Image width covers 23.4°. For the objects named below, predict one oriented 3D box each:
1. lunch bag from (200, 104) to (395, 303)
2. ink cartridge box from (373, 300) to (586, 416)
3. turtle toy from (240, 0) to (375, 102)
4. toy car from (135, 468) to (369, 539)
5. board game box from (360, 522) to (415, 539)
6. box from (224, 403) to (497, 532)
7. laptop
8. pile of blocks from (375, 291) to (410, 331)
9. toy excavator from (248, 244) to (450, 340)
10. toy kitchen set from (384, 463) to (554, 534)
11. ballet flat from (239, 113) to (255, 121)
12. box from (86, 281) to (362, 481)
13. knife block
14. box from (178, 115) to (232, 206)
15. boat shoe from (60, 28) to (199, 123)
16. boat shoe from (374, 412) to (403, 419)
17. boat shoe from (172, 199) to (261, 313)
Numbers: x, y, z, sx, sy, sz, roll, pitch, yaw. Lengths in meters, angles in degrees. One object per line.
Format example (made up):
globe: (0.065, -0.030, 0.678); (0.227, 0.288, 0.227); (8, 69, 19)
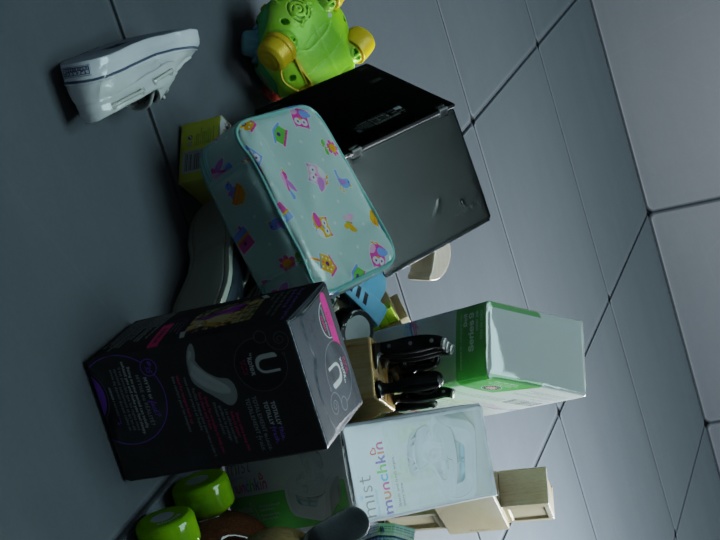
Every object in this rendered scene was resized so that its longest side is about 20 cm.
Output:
lunch bag: (-0.059, -0.059, 1.717); (0.160, 0.077, 0.200); (-24, 86, -54)
ink cartridge box: (0.117, 0.099, 1.836); (0.145, 0.200, 0.088); (12, 69, -38)
turtle toy: (-0.062, -0.233, 1.955); (0.146, 0.101, 0.200); (-52, 132, -30)
toy car: (-0.072, 0.267, 1.549); (0.158, 0.200, 0.164); (-45, 121, -64)
board game box: (-0.023, 0.321, 1.656); (0.062, 0.200, 0.200); (21, 49, -18)
box: (-0.003, 0.193, 1.680); (0.176, 0.200, 0.097); (-6, 83, -39)
laptop: (0.016, -0.114, 1.870); (0.187, 0.200, 0.116); (-28, 137, -43)
pile of blocks: (0.012, 0.089, 2.005); (0.200, 0.082, 0.062); (-80, 150, -42)
toy excavator: (0.000, 0.000, 1.857); (0.194, 0.100, 0.200); (44, 65, -35)
toy kitchen set: (0.110, 0.194, 1.992); (0.163, 0.200, 0.181); (62, 24, -66)
ballet flat: (-0.069, -0.121, 1.922); (0.200, 0.073, 0.073); (18, 62, -62)
box: (-0.117, 0.098, 1.524); (0.106, 0.200, 0.122); (-46, 122, -64)
knife block: (-0.011, 0.104, 1.726); (0.200, 0.176, 0.064); (6, 68, -27)
box: (-0.119, -0.081, 1.813); (0.200, 0.050, 0.075); (43, 41, -56)
boat shoe: (-0.211, -0.182, 1.625); (0.200, 0.074, 0.065); (-32, 114, -56)
boat shoe: (0.021, 0.198, 1.911); (0.200, 0.074, 0.076); (-60, 140, -24)
boat shoe: (-0.138, 0.015, 1.693); (0.062, 0.075, 0.200); (46, 28, -35)
